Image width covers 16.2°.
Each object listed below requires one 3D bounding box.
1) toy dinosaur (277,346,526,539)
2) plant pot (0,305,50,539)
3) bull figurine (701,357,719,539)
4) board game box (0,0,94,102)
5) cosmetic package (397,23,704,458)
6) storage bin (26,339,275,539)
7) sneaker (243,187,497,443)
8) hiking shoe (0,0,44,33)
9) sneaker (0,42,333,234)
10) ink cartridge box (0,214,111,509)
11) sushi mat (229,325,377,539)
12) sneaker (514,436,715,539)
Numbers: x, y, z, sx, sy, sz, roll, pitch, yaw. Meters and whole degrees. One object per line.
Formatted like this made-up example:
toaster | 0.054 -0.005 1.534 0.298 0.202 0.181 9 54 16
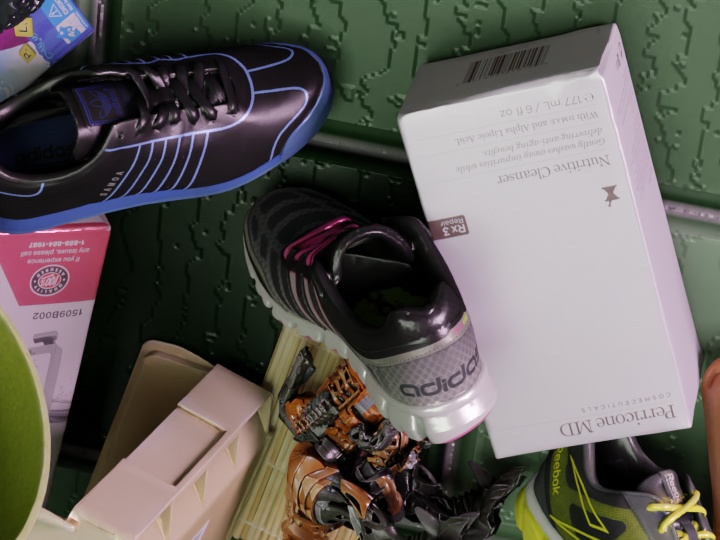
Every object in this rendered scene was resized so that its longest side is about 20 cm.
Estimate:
toy dinosaur | 0.009 0.112 1.379 0.135 0.102 0.201 29 138 15
plant pot | -0.283 0.100 1.236 0.187 0.187 0.200 49 134 -11
bull figurine | 0.233 0.134 1.347 0.121 0.065 0.201 -3 116 11
board game box | -0.263 -0.142 1.268 0.200 0.200 0.041 53 146 -14
cosmetic package | 0.100 -0.013 1.300 0.112 0.081 0.201 -12 110 17
storage bin | -0.145 0.163 1.369 0.093 0.200 0.199 28 118 9
sneaker | 0.000 0.000 1.283 0.073 0.200 0.088 -26 132 -17
hiking shoe | -0.143 -0.201 1.144 0.086 0.074 0.201 33 108 5
sneaker | -0.107 -0.075 1.281 0.199 0.078 0.070 -21 72 -9
ink cartridge box | -0.230 0.046 1.370 0.146 0.083 0.201 -4 123 -33
sushi mat | -0.012 0.082 1.411 0.095 0.012 0.201 22 118 1
sneaker | 0.156 0.154 1.322 0.200 0.074 0.085 43 129 33
